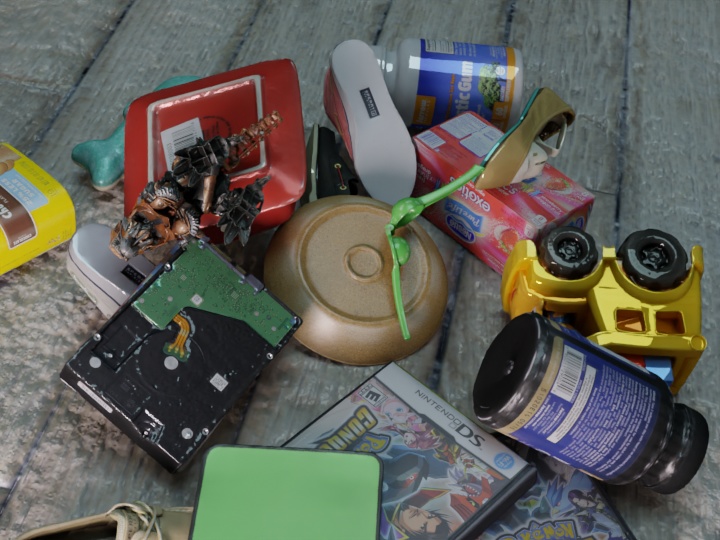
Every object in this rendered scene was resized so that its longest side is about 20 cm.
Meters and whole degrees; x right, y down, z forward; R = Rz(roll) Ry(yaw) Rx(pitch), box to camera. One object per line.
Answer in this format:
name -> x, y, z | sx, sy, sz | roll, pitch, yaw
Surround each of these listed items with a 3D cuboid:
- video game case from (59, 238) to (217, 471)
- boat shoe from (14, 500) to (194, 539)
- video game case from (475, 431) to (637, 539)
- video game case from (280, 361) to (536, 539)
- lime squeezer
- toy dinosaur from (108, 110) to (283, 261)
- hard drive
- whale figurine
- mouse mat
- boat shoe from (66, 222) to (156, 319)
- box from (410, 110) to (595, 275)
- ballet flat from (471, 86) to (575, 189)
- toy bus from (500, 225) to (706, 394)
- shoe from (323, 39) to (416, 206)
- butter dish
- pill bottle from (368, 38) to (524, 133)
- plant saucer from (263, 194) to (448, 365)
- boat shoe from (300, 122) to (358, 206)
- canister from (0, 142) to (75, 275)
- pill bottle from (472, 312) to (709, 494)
video game case -> -0.170, 0.075, 1.162 | 0.143, 0.017, 0.200 | 39, 54, -3
boat shoe -> -0.191, 0.230, 1.014 | 0.200, 0.065, 0.072 | -7, 45, -16
video game case -> 0.133, 0.226, 1.096 | 0.200, 0.026, 0.181 | -12, 46, -20
video game case -> 0.024, 0.187, 1.075 | 0.200, 0.026, 0.181 | -35, 55, -30
lime squeezer -> 0.056, -0.029, 1.246 | 0.071, 0.038, 0.200 | 25, 76, -5
toy dinosaur -> -0.156, -0.087, 1.157 | 0.102, 0.200, 0.136 | 31, -9, -26
hard drive -> -0.163, 0.073, 1.132 | 0.140, 0.038, 0.200 | 41, 54, -2
whale figurine -> -0.232, -0.161, 1.403 | 0.200, 0.104, 0.159 | -21, 50, -28
mouse mat -> -0.064, 0.228, 1.001 | 0.161, 0.008, 0.200 | 3, 45, 1
boat shoe -> -0.217, 0.040, 1.212 | 0.200, 0.070, 0.071 | 41, 54, -2
box -> 0.154, -0.084, 1.384 | 0.103, 0.095, 0.200 | -29, 54, -33
ballet flat -> 0.188, -0.140, 1.334 | 0.063, 0.069, 0.200 | 33, 47, 5
toy bus -> 0.247, 0.068, 1.225 | 0.200, 0.136, 0.192 | 4, 59, -2
shoe -> 0.009, -0.163, 1.408 | 0.071, 0.091, 0.200 | -17, 86, -10
butter dish -> -0.141, -0.102, 1.303 | 0.199, 0.148, 0.200 | -13, 57, 9
pill bottle -> 0.098, -0.233, 1.524 | 0.200, 0.112, 0.112 | 4, 43, -3
plant saucer -> 0.000, 0.000, 1.264 | 0.200, 0.035, 0.201 | 6, 63, -11
boat shoe -> -0.036, -0.090, 1.382 | 0.063, 0.074, 0.202 | 5, 45, -11
canister -> -0.419, -0.045, 1.265 | 0.148, 0.087, 0.200 | 34, 47, 26
pill bottle -> 0.212, 0.127, 1.105 | 0.200, 0.112, 0.112 | 27, 40, -15
